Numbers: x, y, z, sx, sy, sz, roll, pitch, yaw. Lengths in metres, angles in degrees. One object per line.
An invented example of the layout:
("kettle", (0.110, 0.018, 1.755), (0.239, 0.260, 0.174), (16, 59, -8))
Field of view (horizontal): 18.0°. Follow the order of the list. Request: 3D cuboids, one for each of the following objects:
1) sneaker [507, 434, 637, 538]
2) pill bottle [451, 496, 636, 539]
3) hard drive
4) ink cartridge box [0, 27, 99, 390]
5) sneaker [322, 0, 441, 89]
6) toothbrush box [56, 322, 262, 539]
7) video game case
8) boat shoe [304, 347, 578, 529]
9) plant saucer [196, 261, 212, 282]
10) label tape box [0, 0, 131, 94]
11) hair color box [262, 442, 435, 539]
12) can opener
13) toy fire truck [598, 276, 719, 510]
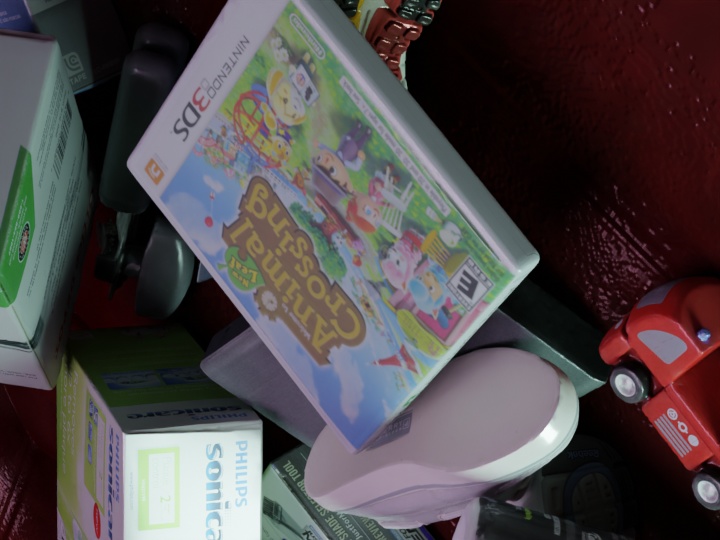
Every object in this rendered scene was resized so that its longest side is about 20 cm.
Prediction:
("sneaker", (0.113, 0.179, 1.230), (0.087, 0.074, 0.201), (9, 111, 54))
("pill bottle", (0.136, 0.187, 1.122), (0.199, 0.106, 0.106), (16, 134, -1))
("hard drive", (0.022, 0.045, 1.208), (0.139, 0.033, 0.200), (36, 142, -16))
("ink cartridge box", (-0.212, -0.032, 1.299), (0.083, 0.147, 0.200), (8, 159, 5))
("sneaker", (-0.008, -0.119, 1.158), (0.200, 0.078, 0.082), (115, 152, -42))
("toothbrush box", (-0.123, 0.129, 1.349), (0.200, 0.086, 0.146), (-141, 50, -65))
("video game case", (-0.021, -0.031, 1.122), (0.200, 0.022, 0.182), (51, 138, 11))
("boat shoe", (0.052, 0.097, 1.175), (0.068, 0.072, 0.200), (29, 143, -28))
("plant saucer", (-0.066, -0.084, 1.256), (0.019, 0.070, 0.200), (11, 133, -4))
("label tape box", (-0.231, -0.195, 1.358), (0.143, 0.066, 0.201), (-6, 107, 48))
("hair color box", (-0.035, 0.192, 1.399), (0.109, 0.065, 0.200), (51, 144, 12))
("can opener", (-0.124, -0.058, 1.354), (0.066, 0.053, 0.200), (12, 133, 1))
("toy fire truck", (0.212, 0.075, 1.057), (0.200, 0.049, 0.141), (54, 142, 8))
